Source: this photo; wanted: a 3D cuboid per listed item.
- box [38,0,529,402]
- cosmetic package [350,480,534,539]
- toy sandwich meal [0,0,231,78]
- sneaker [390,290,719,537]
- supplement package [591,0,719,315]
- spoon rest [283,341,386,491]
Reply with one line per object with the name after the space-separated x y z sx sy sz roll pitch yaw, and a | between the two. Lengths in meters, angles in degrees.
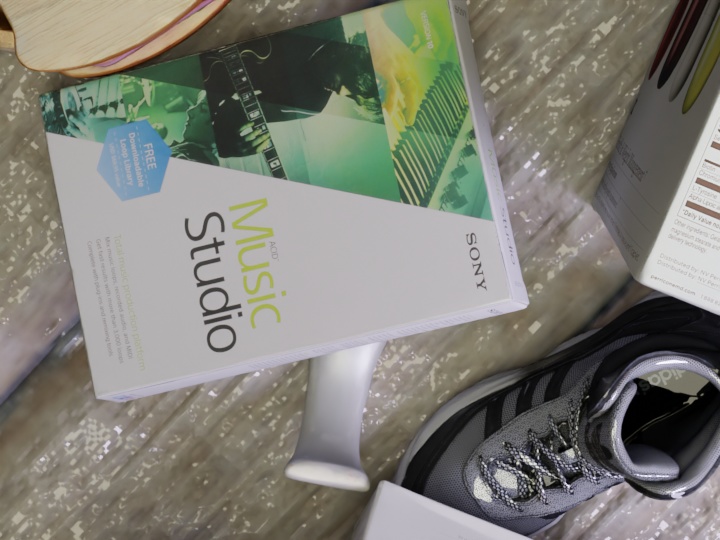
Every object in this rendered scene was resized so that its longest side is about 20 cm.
-0.036 -0.032 1.314 0.200 0.036 0.145 -14 82 13 | box
0.085 0.174 1.325 0.200 0.083 0.051 22 142 -5 | cosmetic package
-0.143 -0.180 1.306 0.205 0.070 0.205 0 100 -1 | toy sandwich meal
0.095 0.079 1.334 0.200 0.114 0.076 -33 99 6 | sneaker
0.210 -0.077 1.269 0.147 0.191 0.200 22 99 -5 | supplement package
0.000 0.000 1.356 0.099 0.061 0.200 12 87 -4 | spoon rest
